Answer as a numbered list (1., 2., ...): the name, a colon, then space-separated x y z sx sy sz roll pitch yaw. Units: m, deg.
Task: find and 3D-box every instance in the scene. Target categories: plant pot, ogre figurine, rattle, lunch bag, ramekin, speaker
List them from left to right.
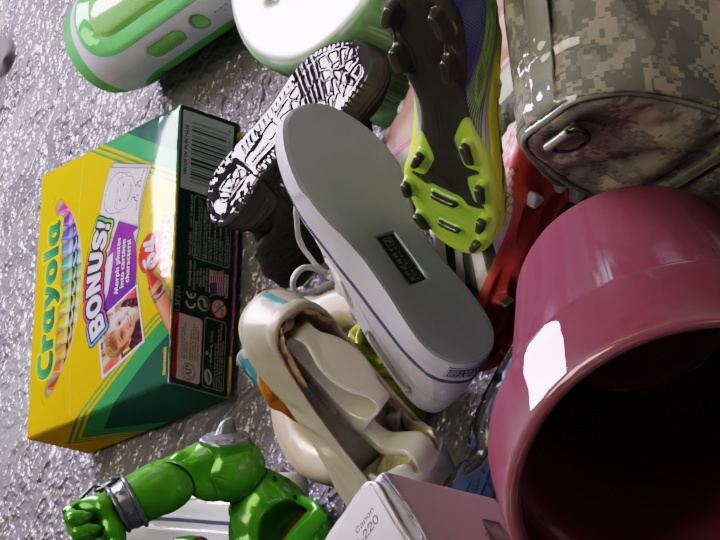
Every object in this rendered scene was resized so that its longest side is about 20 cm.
1. speaker: -0.121 -0.196 1.965 0.200 0.088 0.089 -29 54 43
2. ogre figurine: -0.070 0.177 1.687 0.120 0.200 0.098 -45 -2 -2
3. rattle: -0.060 0.055 1.747 0.200 0.142 0.131 38 125 45
4. ramekin: 0.006 -0.200 1.791 0.200 0.097 0.201 -23 59 45
5. lunch bag: 0.149 -0.138 1.525 0.139 0.167 0.201 -30 53 42
6. plant pot: 0.156 0.056 1.437 0.200 0.200 0.179 -53 25 24

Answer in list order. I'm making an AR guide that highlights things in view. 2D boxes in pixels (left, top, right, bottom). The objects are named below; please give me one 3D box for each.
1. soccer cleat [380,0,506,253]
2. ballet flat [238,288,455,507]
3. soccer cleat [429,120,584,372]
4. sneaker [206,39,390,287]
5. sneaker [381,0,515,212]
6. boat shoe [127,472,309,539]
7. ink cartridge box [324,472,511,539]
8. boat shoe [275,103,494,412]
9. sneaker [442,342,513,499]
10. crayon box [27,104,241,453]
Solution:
1. soccer cleat: 0.060 -0.095 1.561 0.065 0.201 0.084 18 48 28
2. ballet flat: 0.006 0.091 1.608 0.069 0.200 0.070 -37 14 11
3. soccer cleat: 0.084 -0.039 1.652 0.085 0.068 0.201 26 102 41
4. sneaker: -0.020 -0.065 1.765 0.200 0.104 0.060 -44 46 33
5. sneaker: 0.061 -0.117 1.697 0.200 0.075 0.105 -44 58 22
6. boat shoe: -0.103 0.154 1.821 0.199 0.073 0.067 3 75 39
7. ink cartridge box: 0.061 0.198 1.476 0.146 0.200 0.085 -57 39 21
8. boat shoe: 0.004 -0.001 1.649 0.202 0.074 0.086 55 143 23
9. sneaker: 0.097 0.103 1.586 0.075 0.078 0.201 115 180 -79
10. crayon box: -0.158 0.008 1.950 0.172 0.058 0.201 -22 60 46
